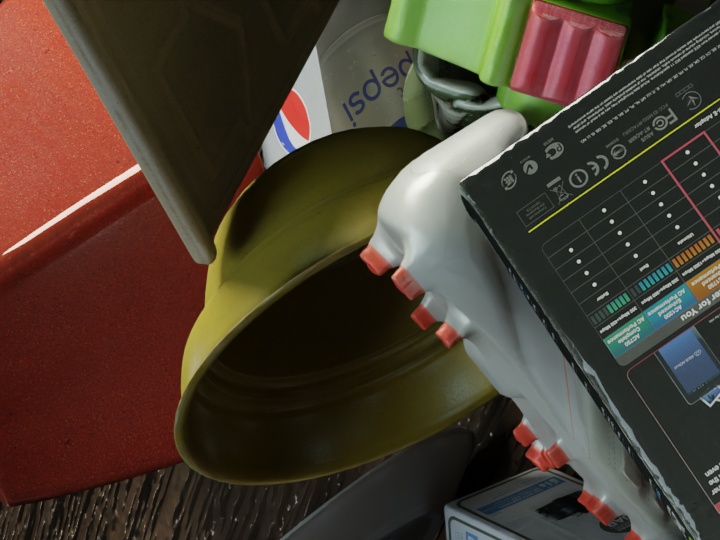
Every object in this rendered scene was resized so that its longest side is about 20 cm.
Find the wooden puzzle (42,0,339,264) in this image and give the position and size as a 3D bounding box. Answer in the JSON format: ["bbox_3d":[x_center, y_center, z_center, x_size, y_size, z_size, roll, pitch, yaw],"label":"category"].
[{"bbox_3d":[-0.070,-0.133,0.793,0.046,0.201,0.186,3,143,25],"label":"wooden puzzle"}]

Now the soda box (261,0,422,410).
[{"bbox_3d":[0.000,-0.040,0.955,0.068,0.063,0.201,2,105,57],"label":"soda box"}]

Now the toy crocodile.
[{"bbox_3d":[0.105,-0.068,0.715,0.199,0.062,0.068,20,120,0],"label":"toy crocodile"}]

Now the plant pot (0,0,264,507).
[{"bbox_3d":[-0.157,-0.001,1.053,0.200,0.176,0.201,39,155,42],"label":"plant pot"}]

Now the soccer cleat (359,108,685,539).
[{"bbox_3d":[0.080,0.028,0.752,0.200,0.078,0.069,50,174,-32],"label":"soccer cleat"}]

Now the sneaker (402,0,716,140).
[{"bbox_3d":[0.051,-0.091,0.831,0.200,0.090,0.067,-30,79,56],"label":"sneaker"}]

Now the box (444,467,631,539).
[{"bbox_3d":[0.122,0.169,0.867,0.200,0.060,0.117,21,121,51],"label":"box"}]

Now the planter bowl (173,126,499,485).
[{"bbox_3d":[0.000,0.000,0.853,0.084,0.200,0.201,61,145,27],"label":"planter bowl"}]

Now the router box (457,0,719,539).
[{"bbox_3d":[0.153,-0.017,0.629,0.150,0.200,0.062,58,-173,24],"label":"router box"}]

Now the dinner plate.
[{"bbox_3d":[-0.018,0.146,0.944,0.024,0.200,0.200,47,140,16],"label":"dinner plate"}]
